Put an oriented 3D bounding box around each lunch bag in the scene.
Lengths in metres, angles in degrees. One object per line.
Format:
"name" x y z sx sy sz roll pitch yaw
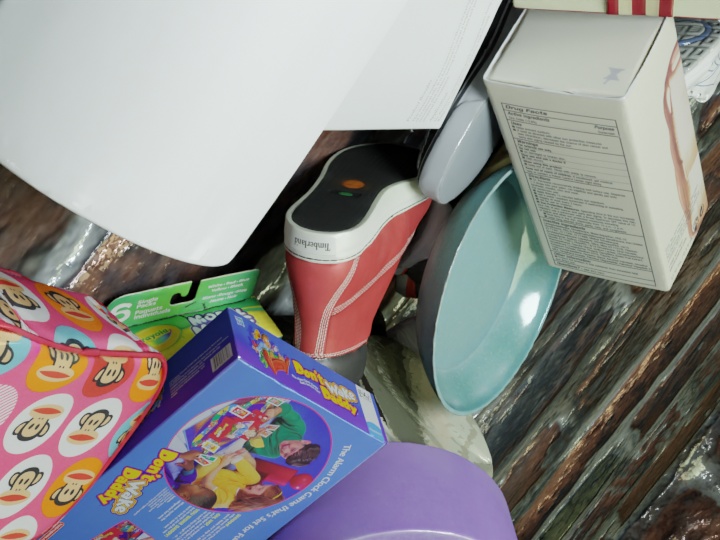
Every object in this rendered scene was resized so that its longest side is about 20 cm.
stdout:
"lunch bag" -0.212 0.089 0.702 0.176 0.082 0.200 -55 156 4

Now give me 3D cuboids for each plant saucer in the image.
"plant saucer" 0.093 0.007 0.957 0.200 0.036 0.201 -37 138 -43

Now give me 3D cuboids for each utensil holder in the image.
"utensil holder" -0.070 -0.126 0.571 0.200 0.170 0.170 -57 155 10

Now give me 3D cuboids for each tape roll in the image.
"tape roll" 0.016 0.221 0.901 0.199 0.085 0.201 -4 125 -6

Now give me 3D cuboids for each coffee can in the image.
"coffee can" -0.018 0.168 1.000 0.200 0.147 0.146 -43 159 20

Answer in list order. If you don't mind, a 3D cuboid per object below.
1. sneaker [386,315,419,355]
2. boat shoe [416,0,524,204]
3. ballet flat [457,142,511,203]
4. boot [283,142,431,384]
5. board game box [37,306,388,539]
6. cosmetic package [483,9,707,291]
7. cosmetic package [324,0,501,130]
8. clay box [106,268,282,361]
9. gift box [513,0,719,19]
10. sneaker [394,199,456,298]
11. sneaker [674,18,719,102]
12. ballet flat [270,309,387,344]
"sneaker" 0.038 0.093 1.110 0.200 0.076 0.114 -31 170 16
"boat shoe" 0.075 -0.142 0.888 0.200 0.068 0.074 -65 161 -8
"ballet flat" 0.152 -0.103 1.105 0.069 0.069 0.200 1 122 -60
"boot" 0.000 0.000 0.903 0.200 0.072 0.145 -46 144 -56
"board game box" -0.101 0.126 0.825 0.200 0.045 0.134 -40 129 19
"cosmetic package" 0.167 -0.085 0.887 0.087 0.103 0.200 -59 146 -25
"cosmetic package" -0.007 -0.147 0.758 0.200 0.081 0.113 -6 128 -56
"clay box" -0.123 0.094 0.873 0.115 0.048 0.201 -13 137 -32
"gift box" 0.175 -0.253 0.739 0.187 0.184 0.201 73 21 -61
"sneaker" 0.076 -0.009 1.019 0.077 0.082 0.200 -63 174 -6
"sneaker" 0.268 -0.169 1.051 0.200 0.074 0.087 -43 135 -43
"ballet flat" -0.056 0.051 0.981 0.200 0.057 0.066 -4 145 -51
